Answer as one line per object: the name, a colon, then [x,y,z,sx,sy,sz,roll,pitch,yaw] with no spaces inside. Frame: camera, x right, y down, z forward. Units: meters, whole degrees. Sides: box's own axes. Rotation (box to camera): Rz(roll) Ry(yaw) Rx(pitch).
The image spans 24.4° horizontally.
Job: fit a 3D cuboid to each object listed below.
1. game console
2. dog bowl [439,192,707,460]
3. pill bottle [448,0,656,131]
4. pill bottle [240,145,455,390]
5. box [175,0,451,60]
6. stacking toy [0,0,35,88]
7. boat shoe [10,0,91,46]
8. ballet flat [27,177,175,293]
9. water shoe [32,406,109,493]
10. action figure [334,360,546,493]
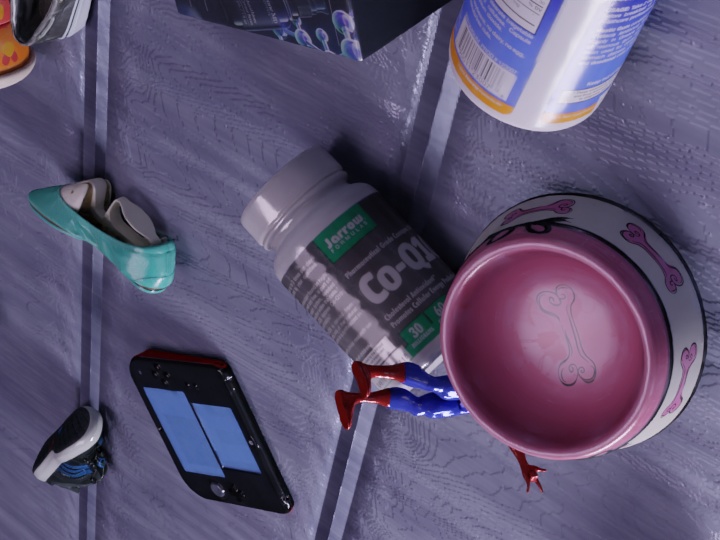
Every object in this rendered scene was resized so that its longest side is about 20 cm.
game console: [-0.168,0.179,1.850,0.177,0.031,0.200,6,127,49]
dog bowl: [0.146,0.048,1.212,0.200,0.074,0.201,8,108,26]
pill bottle: [0.132,-0.188,1.035,0.112,0.112,0.200,43,146,14]
pill bottle: [0.000,0.000,1.384,0.200,0.113,0.113,46,148,7]
box: [-0.049,-0.255,1.200,0.200,0.107,0.149,20,135,39]
stacking toy: [-0.388,-0.282,1.605,0.146,0.146,0.201,26,125,34]
boat shoe: [-0.279,-0.273,1.503,0.072,0.071,0.200,40,146,18]
ballet flat: [-0.261,-0.054,1.719,0.200,0.067,0.071,34,120,26]
water shoe: [-0.349,0.228,2.111,0.079,0.072,0.200,29,150,-16]
action figure: [0.089,0.121,1.316,0.065,0.199,0.099,-60,40,44]
